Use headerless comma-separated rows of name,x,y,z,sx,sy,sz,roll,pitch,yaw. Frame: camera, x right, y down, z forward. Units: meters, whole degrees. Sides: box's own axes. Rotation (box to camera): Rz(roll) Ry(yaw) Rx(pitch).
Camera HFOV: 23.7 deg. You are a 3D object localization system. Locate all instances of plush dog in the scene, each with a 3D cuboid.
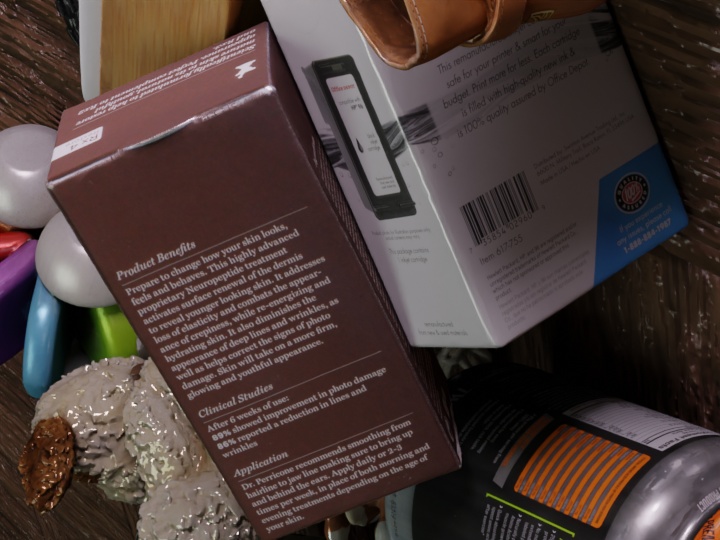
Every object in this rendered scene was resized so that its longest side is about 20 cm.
plush dog,-0.127,0.098,1.084,0.171,0.200,0.162,-1,94,15

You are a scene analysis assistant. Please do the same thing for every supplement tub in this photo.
supplement tub,0.112,0.120,0.768,0.200,0.122,0.123,19,133,53

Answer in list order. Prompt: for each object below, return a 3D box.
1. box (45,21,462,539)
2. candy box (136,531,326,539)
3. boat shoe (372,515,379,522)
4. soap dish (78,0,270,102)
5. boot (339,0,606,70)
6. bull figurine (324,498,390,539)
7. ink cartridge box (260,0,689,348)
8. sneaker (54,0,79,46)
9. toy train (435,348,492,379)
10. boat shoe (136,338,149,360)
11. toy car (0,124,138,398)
box,-0.041,0.009,0.726,0.075,0.100,0.201,-97,-16,-58
candy box,-0.081,0.216,1.088,0.200,0.136,0.061,-122,40,-82
boat shoe,-0.003,0.081,1.006,0.074,0.065,0.202,24,146,20
soap dish,-0.051,-0.151,0.753,0.081,0.157,0.200,33,146,13
boot,0.026,-0.175,0.582,0.201,0.154,0.074,57,153,4
bull figurine,0.011,0.106,0.881,0.065,0.200,0.122,-2,77,28
ink cartridge box,0.041,-0.083,0.694,0.068,0.116,0.201,-2,115,58
sneaker,-0.112,-0.108,0.962,0.074,0.079,0.201,22,131,64
toy train,0.000,0.000,0.854,0.115,0.085,0.201,18,139,31
boat shoe,-0.123,0.004,1.121,0.200,0.072,0.069,74,-174,-58
toy car,-0.241,0.010,1.231,0.200,0.150,0.175,47,150,24
